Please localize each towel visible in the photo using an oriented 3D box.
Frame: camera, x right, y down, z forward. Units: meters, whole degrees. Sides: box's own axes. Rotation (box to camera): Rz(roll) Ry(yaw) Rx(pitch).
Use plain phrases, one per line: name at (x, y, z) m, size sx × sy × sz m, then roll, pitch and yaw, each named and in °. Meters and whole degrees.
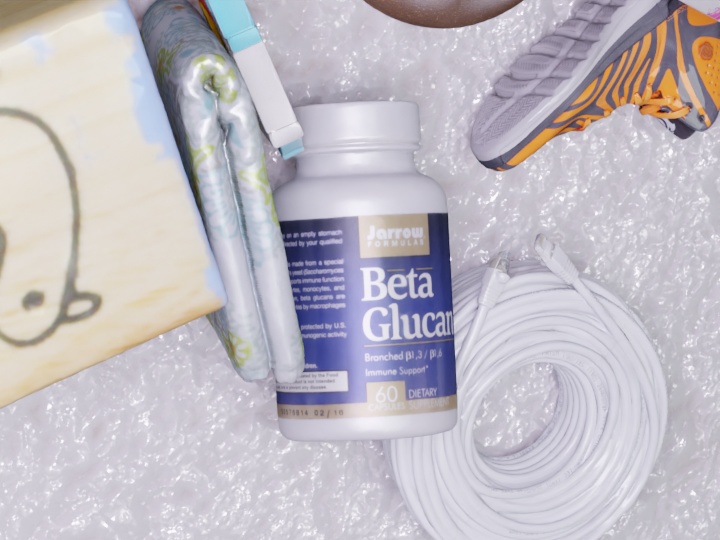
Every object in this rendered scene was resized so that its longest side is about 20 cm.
towel at (-0.080, -0.048, 1.389) m, size 0.048 × 0.171 × 0.201 m, roll -15°, pitch 110°, yaw -11°

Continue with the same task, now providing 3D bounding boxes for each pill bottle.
pill bottle at (0.000, 0.000, 1.464) m, size 0.111 × 0.111 × 0.201 m, roll -3°, pitch 90°, yaw -25°

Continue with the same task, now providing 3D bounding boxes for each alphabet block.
alphabet block at (-0.218, -0.046, 1.309) m, size 0.199 × 0.196 × 0.196 m, roll -25°, pitch 111°, yaw -18°

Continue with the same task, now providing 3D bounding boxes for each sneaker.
sneaker at (0.167, -0.111, 1.545) m, size 0.200 × 0.078 × 0.112 m, roll -43°, pitch 116°, yaw -10°

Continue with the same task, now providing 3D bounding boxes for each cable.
cable at (0.104, 0.093, 1.575) m, size 0.200 × 0.069 × 0.200 m, roll 38°, pitch 87°, yaw -29°

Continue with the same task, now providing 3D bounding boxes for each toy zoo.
toy zoo at (-0.078, -0.151, 1.384) m, size 0.020 × 0.131 × 0.201 m, roll -25°, pitch 114°, yaw -3°

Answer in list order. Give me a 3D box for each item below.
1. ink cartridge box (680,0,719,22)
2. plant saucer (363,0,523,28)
ink cartridge box at (0.231, -0.214, 1.502) m, size 0.200 × 0.116 × 0.067 m, roll 19°, pitch 133°, yaw -41°
plant saucer at (0.064, -0.246, 1.483) m, size 0.200 × 0.037 × 0.201 m, roll -7°, pitch 107°, yaw -25°
